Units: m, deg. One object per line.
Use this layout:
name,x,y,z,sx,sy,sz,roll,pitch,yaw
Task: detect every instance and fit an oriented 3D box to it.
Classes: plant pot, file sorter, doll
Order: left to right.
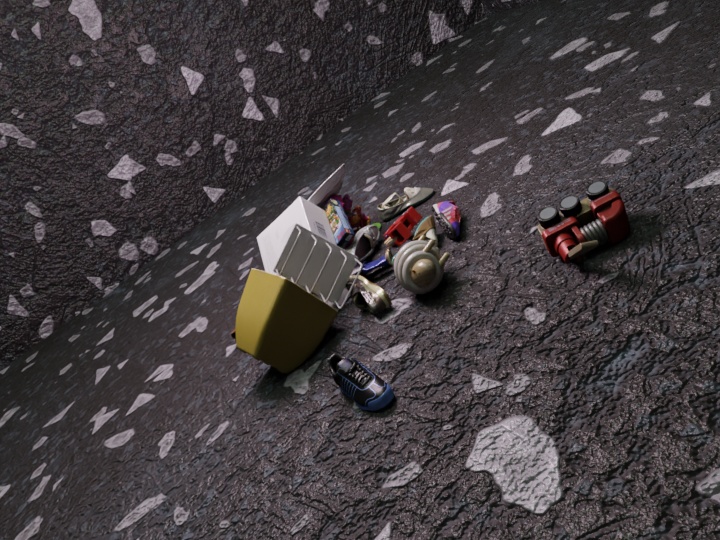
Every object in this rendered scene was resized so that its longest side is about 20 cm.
plant pot,-0.211,0.139,1.613,0.193,0.192,0.205,13,73,53
file sorter,-0.108,-0.006,1.639,0.142,0.196,0.124,-62,15,4
doll,0.000,0.000,1.781,0.195,0.050,0.137,-23,7,11

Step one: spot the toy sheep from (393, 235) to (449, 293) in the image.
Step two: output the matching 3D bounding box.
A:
toy sheep,0.143,-0.012,1.539,0.136,0.140,0.200,-32,8,-1

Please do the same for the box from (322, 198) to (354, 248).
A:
box,-0.105,-0.093,1.899,0.201,0.037,0.139,-51,49,33

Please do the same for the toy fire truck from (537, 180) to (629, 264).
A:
toy fire truck,0.466,-0.080,1.281,0.172,0.130,0.203,-26,35,12

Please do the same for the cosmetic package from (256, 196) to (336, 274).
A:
cosmetic package,-0.180,-0.059,1.827,0.198,0.122,0.203,-37,54,23

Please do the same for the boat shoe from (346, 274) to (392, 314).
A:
boat shoe,0.007,0.064,1.631,0.064,0.075,0.199,-35,21,-18

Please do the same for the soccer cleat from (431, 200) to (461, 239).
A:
soccer cleat,0.250,-0.147,1.746,0.071,0.070,0.201,-22,23,3

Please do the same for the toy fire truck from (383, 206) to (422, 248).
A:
toy fire truck,0.108,-0.108,1.790,0.142,0.049,0.200,-49,4,-29

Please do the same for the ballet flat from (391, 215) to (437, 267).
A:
ballet flat,0.165,-0.067,1.709,0.071,0.069,0.200,20,54,37

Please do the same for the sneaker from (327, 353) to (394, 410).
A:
sneaker,-0.007,0.229,1.321,0.070,0.079,0.198,-41,24,-23

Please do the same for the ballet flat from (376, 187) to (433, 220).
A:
ballet flat,0.142,-0.231,2.047,0.196,0.065,0.068,-28,23,12

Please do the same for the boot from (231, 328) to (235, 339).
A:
boot,-0.295,0.143,1.863,0.197,0.078,0.156,-4,36,49

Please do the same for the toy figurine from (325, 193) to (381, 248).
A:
toy figurine,-0.036,-0.163,1.990,0.147,0.187,0.201,-7,33,45

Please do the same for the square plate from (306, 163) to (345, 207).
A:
square plate,-0.116,-0.226,1.961,0.200,0.028,0.198,-48,-2,-12

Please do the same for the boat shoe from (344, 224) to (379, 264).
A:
boat shoe,0.010,-0.073,1.877,0.064,0.076,0.202,-19,18,42

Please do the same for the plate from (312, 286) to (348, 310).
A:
plate,-0.135,0.109,1.782,0.196,0.033,0.201,-7,34,47
